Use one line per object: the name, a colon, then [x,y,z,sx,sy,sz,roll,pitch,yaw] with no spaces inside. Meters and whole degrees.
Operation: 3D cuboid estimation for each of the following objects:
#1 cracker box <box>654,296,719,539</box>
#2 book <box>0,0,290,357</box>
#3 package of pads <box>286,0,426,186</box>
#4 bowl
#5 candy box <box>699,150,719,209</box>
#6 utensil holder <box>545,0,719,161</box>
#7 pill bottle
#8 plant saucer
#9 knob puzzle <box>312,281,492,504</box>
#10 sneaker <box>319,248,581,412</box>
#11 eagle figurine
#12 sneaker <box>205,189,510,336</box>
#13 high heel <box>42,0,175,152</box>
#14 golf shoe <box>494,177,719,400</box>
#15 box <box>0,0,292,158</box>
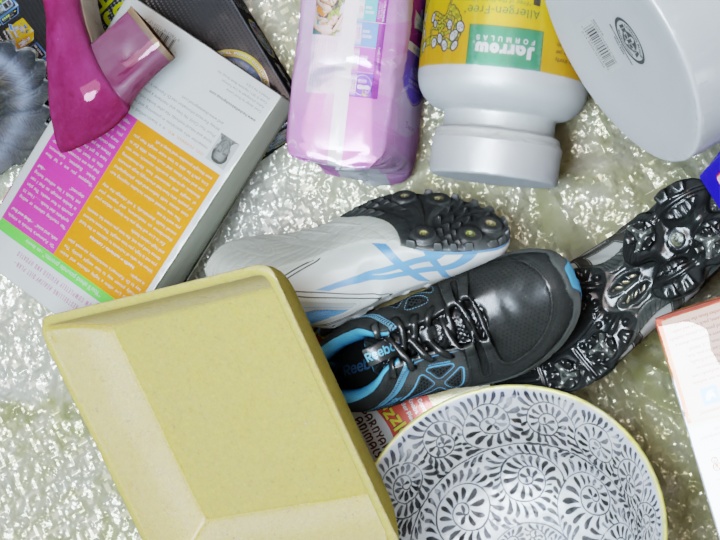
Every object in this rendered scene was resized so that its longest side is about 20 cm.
cracker box: [0.239,0.120,1.494,0.057,0.134,0.202,-18,82,12]
book: [-0.152,-0.061,1.603,0.133,0.048,0.201,34,94,17]
package of pads: [0.004,-0.159,1.578,0.075,0.120,0.202,6,88,9]
bowl: [0.098,0.182,1.534,0.199,0.094,0.202,-5,66,12]
candy box: [0.333,-0.041,1.469,0.199,0.077,0.170,-26,78,-21]
utensil holder: [0.232,-0.182,1.465,0.199,0.170,0.171,-32,78,-16]
pill bottle: [0.095,-0.157,1.560,0.112,0.113,0.202,6,88,14]
plant saucer: [-0.079,0.091,1.524,0.199,0.048,0.201,-13,108,37]
knob puzzle: [0.003,0.066,1.608,0.218,0.030,0.222,-1,86,12]
sneaker: [0.046,0.047,1.517,0.199,0.082,0.074,-26,82,28]
eagle figurine: [-0.316,-0.108,1.649,0.200,0.151,0.152,-39,114,-11]
sneaker: [0.000,0.000,1.571,0.198,0.072,0.073,-12,124,2]
high heel: [-0.209,-0.170,1.595,0.096,0.067,0.200,-42,57,2]
golf shoe: [0.165,0.016,1.548,0.199,0.094,0.078,-34,82,24]
box: [-0.148,-0.141,1.652,0.160,0.044,0.201,-33,79,10]
